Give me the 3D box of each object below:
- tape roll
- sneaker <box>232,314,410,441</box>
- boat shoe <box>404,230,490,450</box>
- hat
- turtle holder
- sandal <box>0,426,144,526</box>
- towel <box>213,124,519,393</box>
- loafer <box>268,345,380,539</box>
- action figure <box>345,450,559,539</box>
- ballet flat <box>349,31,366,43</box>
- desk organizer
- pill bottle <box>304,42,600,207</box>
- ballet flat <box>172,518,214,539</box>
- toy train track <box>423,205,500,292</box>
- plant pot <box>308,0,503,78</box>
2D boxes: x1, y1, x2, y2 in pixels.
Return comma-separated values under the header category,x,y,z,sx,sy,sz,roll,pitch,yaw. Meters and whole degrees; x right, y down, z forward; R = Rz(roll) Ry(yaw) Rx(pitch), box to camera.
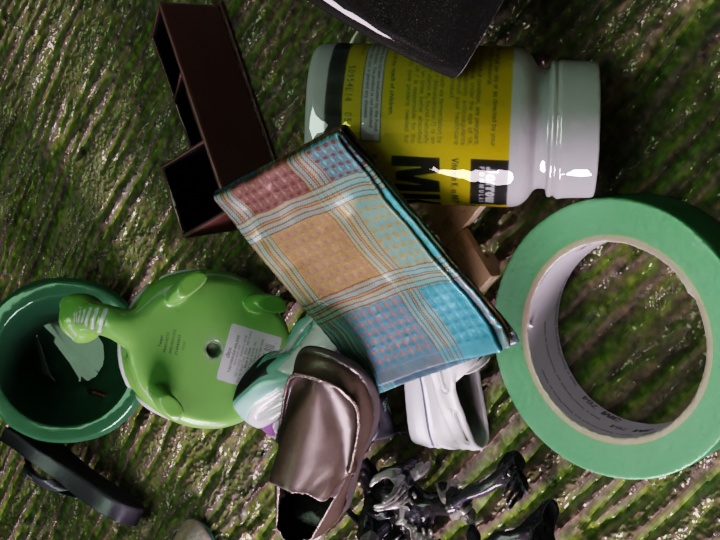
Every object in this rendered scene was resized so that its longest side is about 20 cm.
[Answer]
category,x,y,z,sx,sy,sz,roll,pitch,yaw
tape roll,0.191,0.046,0.896,0.200,0.048,0.202,8,102,39
sneaker,0.006,0.083,1.029,0.140,0.078,0.200,41,111,-11
boat shoe,0.069,0.055,0.966,0.065,0.074,0.201,8,130,23
hat,-0.304,0.087,1.325,0.199,0.176,0.167,-4,93,2
turtle holder,-0.160,0.071,1.104,0.132,0.185,0.142,1,105,65
sandal,-0.312,0.218,1.307,0.200,0.076,0.043,27,88,33
towel,0.000,0.000,0.886,0.146,0.022,0.200,-22,115,42
loafer,-0.031,0.144,0.966,0.073,0.071,0.201,17,132,15
action figure,0.051,0.201,1.000,0.199,0.102,0.119,-19,99,38
ballet flat,0.036,-0.187,0.953,0.068,0.068,0.200,43,109,18
desk organizer,-0.141,-0.134,1.118,0.072,0.077,0.201,-25,81,39
pill bottle,0.066,-0.102,0.886,0.199,0.114,0.115,2,100,7
ballet flat,-0.181,0.345,1.232,0.068,0.067,0.201,14,105,37
toy train track,0.059,-0.071,0.998,0.115,0.032,0.201,-49,61,41
plant pot,-0.001,-0.270,0.793,0.200,0.177,0.200,-60,43,29
